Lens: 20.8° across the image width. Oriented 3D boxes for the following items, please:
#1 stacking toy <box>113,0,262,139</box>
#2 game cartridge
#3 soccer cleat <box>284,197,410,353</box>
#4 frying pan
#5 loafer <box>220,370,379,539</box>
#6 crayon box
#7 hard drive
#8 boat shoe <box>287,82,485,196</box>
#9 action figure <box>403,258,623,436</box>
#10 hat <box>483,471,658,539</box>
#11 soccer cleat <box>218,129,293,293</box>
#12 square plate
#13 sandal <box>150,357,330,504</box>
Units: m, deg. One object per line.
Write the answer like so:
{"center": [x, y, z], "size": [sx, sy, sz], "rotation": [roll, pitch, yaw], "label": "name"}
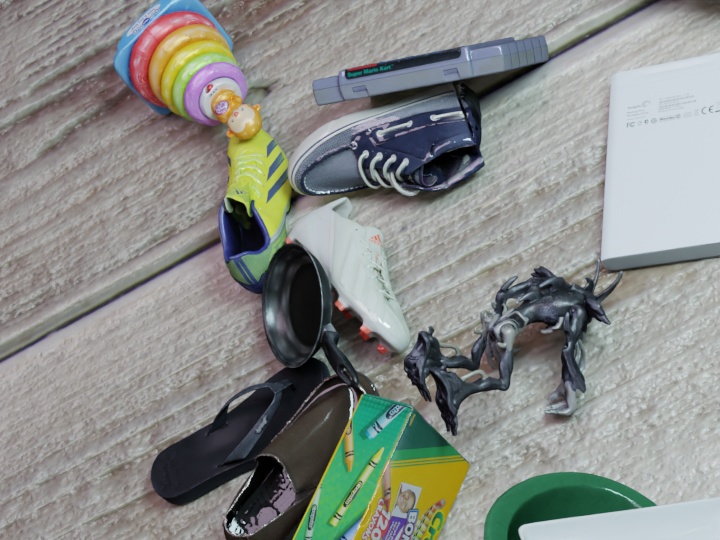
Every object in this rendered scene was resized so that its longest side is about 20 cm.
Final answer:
{"center": [-0.157, -0.187, 2.006], "size": [0.116, 0.110, 0.200], "rotation": [-44, 45, -1], "label": "stacking toy"}
{"center": [0.067, -0.193, 1.881], "size": [0.199, 0.130, 0.039], "rotation": [-8, 92, 26], "label": "game cartridge"}
{"center": [0.000, 0.000, 1.833], "size": [0.077, 0.069, 0.200], "rotation": [-39, 46, 0], "label": "soccer cleat"}
{"center": [-0.039, 0.036, 1.780], "size": [0.190, 0.031, 0.116], "rotation": [11, 100, 58], "label": "frying pan"}
{"center": [-0.052, 0.174, 1.740], "size": [0.073, 0.071, 0.200], "rotation": [30, 82, 22], "label": "loafer"}
{"center": [0.008, 0.221, 1.652], "size": [0.058, 0.119, 0.201], "rotation": [13, 69, 36], "label": "crayon box"}
{"center": [0.284, -0.099, 1.751], "size": [0.131, 0.027, 0.201], "rotation": [-9, 57, 26], "label": "hard drive"}
{"center": [0.026, -0.105, 1.867], "size": [0.199, 0.075, 0.093], "rotation": [-25, 40, 10], "label": "boat shoe"}
{"center": [0.139, 0.065, 1.690], "size": [0.199, 0.102, 0.119], "rotation": [-25, 37, -19], "label": "action figure"}
{"center": [0.153, 0.285, 1.589], "size": [0.199, 0.177, 0.166], "rotation": [-14, 48, -31], "label": "hat"}
{"center": [-0.107, -0.071, 1.928], "size": [0.064, 0.084, 0.201], "rotation": [-20, 53, 19], "label": "soccer cleat"}
{"center": [0.239, 0.265, 1.482], "size": [0.199, 0.029, 0.199], "rotation": [-5, 48, -22], "label": "square plate"}
{"center": [-0.111, 0.150, 1.817], "size": [0.200, 0.043, 0.076], "rotation": [-35, 49, 7], "label": "sandal"}
